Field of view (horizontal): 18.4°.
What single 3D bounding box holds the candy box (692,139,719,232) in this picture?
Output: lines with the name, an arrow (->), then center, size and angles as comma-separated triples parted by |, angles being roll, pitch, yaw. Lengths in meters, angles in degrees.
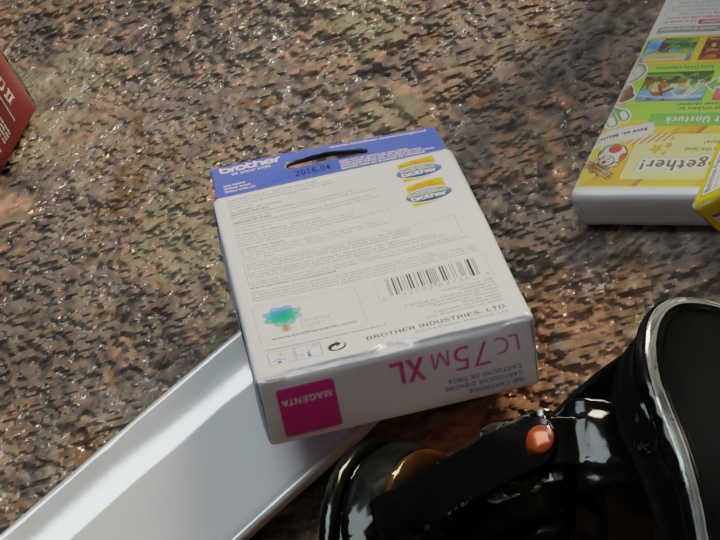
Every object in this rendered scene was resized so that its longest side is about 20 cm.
candy box -> 0.214, -0.106, 0.962 | 0.102, 0.026, 0.201 | -31, 25, 49

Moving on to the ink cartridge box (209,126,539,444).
ink cartridge box -> 0.000, 0.000, 0.997 | 0.119, 0.042, 0.200 | -13, 31, -4

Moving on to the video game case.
video game case -> 0.216, -0.089, 1.012 | 0.199, 0.023, 0.182 | 2, 46, 33

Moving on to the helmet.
helmet -> 0.101, 0.105, 0.716 | 0.199, 0.190, 0.201 | -11, 73, 39

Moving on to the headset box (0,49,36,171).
headset box -> -0.285, -0.058, 1.251 | 0.148, 0.075, 0.201 | -6, 42, 28

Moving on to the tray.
tray -> -0.085, 0.107, 0.961 | 0.200, 0.022, 0.107 | -41, 37, -16
